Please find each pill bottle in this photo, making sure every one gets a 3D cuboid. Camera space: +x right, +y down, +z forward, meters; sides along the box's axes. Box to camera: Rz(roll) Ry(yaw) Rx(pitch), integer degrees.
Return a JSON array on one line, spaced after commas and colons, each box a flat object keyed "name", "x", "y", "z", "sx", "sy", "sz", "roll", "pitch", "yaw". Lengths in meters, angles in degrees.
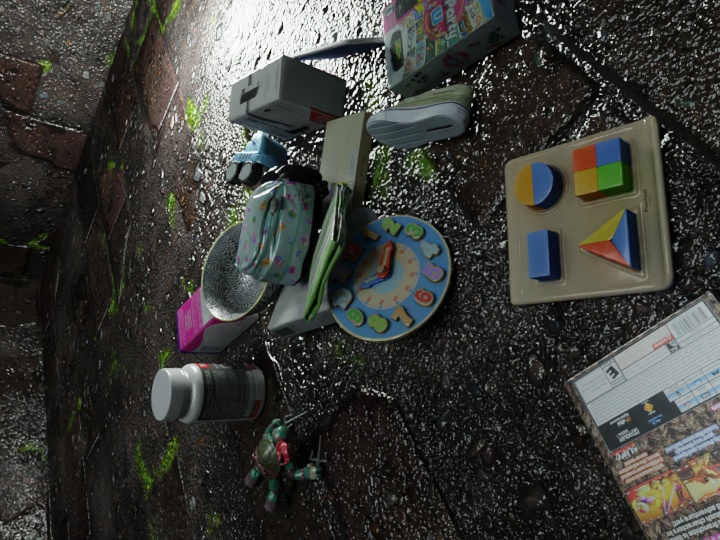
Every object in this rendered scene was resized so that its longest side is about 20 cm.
[{"name": "pill bottle", "x": -0.300, "y": 0.243, "z": 1.134, "sx": 0.113, "sy": 0.199, "sz": 0.115, "roll": -13, "pitch": 73, "yaw": 48}]

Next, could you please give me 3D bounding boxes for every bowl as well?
[{"name": "bowl", "x": -0.219, "y": 0.011, "z": 1.147, "sx": 0.199, "sy": 0.094, "sz": 0.203, "roll": -13, "pitch": 67, "yaw": 33}]

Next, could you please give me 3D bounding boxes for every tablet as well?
[{"name": "tablet", "x": -0.034, "y": -0.383, "z": 0.987, "sx": 0.199, "sy": 0.129, "sz": 0.014, "roll": 12, "pitch": 115, "yaw": 51}]

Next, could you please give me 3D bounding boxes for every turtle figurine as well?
[{"name": "turtle figurine", "x": -0.143, "y": 0.329, "z": 1.014, "sx": 0.150, "sy": 0.100, "sz": 0.201, "roll": 52, "pitch": 128, "yaw": 42}]

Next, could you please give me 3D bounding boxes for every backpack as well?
[{"name": "backpack", "x": -0.142, "y": -0.075, "z": 1.008, "sx": 0.167, "sy": 0.125, "sz": 0.202, "roll": 168, "pitch": 113, "yaw": -68}]

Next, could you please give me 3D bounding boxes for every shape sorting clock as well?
[{"name": "shape sorting clock", "x": 0.037, "y": 0.007, "z": 0.837, "sx": 0.198, "sy": 0.039, "sz": 0.202, "roll": -16, "pitch": 56, "yaw": 25}]

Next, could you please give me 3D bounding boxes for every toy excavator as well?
[{"name": "toy excavator", "x": -0.211, "y": -0.261, "z": 1.220, "sx": 0.194, "sy": 0.099, "sz": 0.202, "roll": 13, "pitch": 81, "yaw": 49}]

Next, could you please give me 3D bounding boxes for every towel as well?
[{"name": "towel", "x": -0.049, "y": -0.033, "z": 0.891, "sx": 0.201, "sy": 0.030, "sz": 0.150, "roll": -88, "pitch": 17, "yaw": -57}]

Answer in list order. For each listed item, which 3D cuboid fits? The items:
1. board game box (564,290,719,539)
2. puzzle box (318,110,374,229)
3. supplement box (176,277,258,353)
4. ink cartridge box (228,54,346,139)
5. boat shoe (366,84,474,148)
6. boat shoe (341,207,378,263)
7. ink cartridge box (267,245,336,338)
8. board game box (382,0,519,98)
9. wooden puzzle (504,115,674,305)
[{"name": "board game box", "x": 0.306, "y": 0.148, "z": 0.489, "sx": 0.160, "sy": 0.096, "sz": 0.201, "roll": -46, "pitch": 51, "yaw": 35}, {"name": "puzzle box", "x": -0.033, "y": -0.172, "z": 1.012, "sx": 0.133, "sy": 0.025, "sz": 0.202, "roll": 8, "pitch": 90, "yaw": 57}, {"name": "supplement box", "x": -0.320, "y": 0.100, "z": 1.265, "sx": 0.200, "sy": 0.101, "sz": 0.104, "roll": -36, "pitch": 56, "yaw": 41}, {"name": "ink cartridge box", "x": -0.144, "y": -0.323, "z": 1.093, "sx": 0.199, "sy": 0.143, "sz": 0.085, "roll": 1, "pitch": 85, "yaw": 51}, {"name": "boat shoe", "x": 0.091, "y": -0.231, "z": 0.862, "sx": 0.199, "sy": 0.072, "sz": 0.062, "roll": 8, "pitch": 65, "yaw": 48}, {"name": "boat shoe", "x": 0.000, "y": 0.000, "z": 0.922, "sx": 0.057, "sy": 0.068, "sz": 0.202, "roll": 93, "pitch": 178, "yaw": -76}, {"name": "ink cartridge box", "x": -0.075, "y": 0.021, "z": 1.027, "sx": 0.199, "sy": 0.043, "sz": 0.175, "roll": -22, "pitch": 42, "yaw": 47}, {"name": "board game box", "x": 0.122, "y": -0.364, "z": 0.827, "sx": 0.199, "sy": 0.064, "sz": 0.149, "roll": -21, "pitch": 68, "yaw": 46}, {"name": "wooden puzzle", "x": 0.241, "y": -0.062, "z": 0.649, "sx": 0.199, "sy": 0.046, "sz": 0.187, "roll": -13, "pitch": 74, "yaw": 49}]
